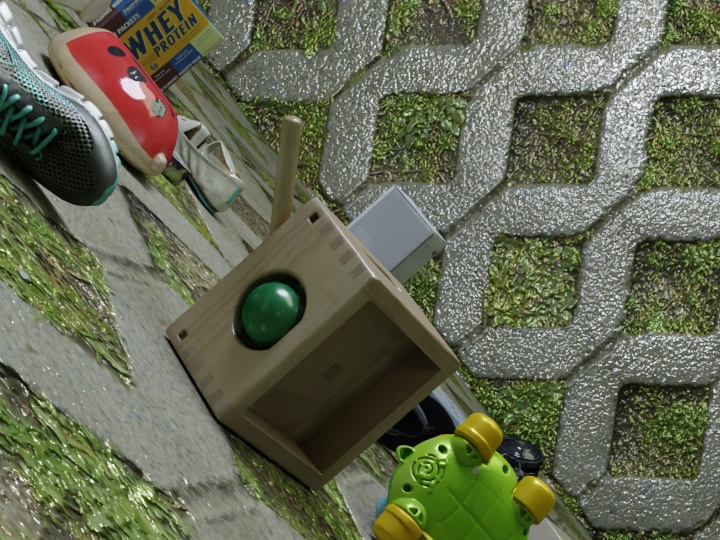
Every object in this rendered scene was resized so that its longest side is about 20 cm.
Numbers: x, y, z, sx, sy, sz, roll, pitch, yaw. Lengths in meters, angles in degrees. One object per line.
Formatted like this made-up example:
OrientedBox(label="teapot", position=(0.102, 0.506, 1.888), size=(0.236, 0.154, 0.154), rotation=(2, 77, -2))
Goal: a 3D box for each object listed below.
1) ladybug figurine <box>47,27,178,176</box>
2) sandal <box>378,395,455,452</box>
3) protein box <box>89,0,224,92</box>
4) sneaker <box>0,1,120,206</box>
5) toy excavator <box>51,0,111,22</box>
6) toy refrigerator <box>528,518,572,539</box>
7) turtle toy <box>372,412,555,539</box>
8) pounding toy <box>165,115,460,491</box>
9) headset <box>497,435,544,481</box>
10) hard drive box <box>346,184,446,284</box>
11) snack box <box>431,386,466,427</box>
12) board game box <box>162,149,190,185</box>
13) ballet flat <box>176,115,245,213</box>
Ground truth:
OrientedBox(label="ladybug figurine", position=(-0.254, -0.184, 1.671), size=(0.201, 0.072, 0.136), rotation=(52, 4, 21))
OrientedBox(label="sandal", position=(0.025, 0.148, 1.751), size=(0.199, 0.076, 0.043), rotation=(38, 5, -18))
OrientedBox(label="protein box", position=(-0.342, -0.414, 2.383), size=(0.199, 0.135, 0.200), rotation=(52, 5, 32))
OrientedBox(label="sneaker", position=(-0.259, -0.121, 1.150), size=(0.200, 0.078, 0.091), rotation=(47, 19, 3))
OrientedBox(label="toy excavator", position=(-0.394, -0.397, 1.978), size=(0.193, 0.201, 0.100), rotation=(-14, 52, -35))
OrientedBox(label="toy refrigerator", position=(0.252, 0.385, 2.025), size=(0.070, 0.076, 0.200), rotation=(52, 4, 32))
OrientedBox(label="turtle toy", position=(0.094, 0.228, 1.391), size=(0.200, 0.146, 0.101), rotation=(49, -18, -12))
OrientedBox(label="pounding toy", position=(-0.043, 0.028, 1.216), size=(0.142, 0.184, 0.200), rotation=(52, 5, 40))
OrientedBox(label="headset", position=(0.176, 0.264, 1.985), size=(0.093, 0.125, 0.200), rotation=(15, -12, -1))
OrientedBox(label="hard drive box", position=(0.000, 0.000, 1.877), size=(0.077, 0.200, 0.156), rotation=(50, 3, 9))
OrientedBox(label="snack box", position=(0.074, 0.172, 2.082), size=(0.200, 0.067, 0.169), rotation=(51, 3, -20))
OrientedBox(label="board game box", position=(-0.275, -0.193, 1.862), size=(0.120, 0.032, 0.200), rotation=(40, 10, -46))
OrientedBox(label="ballet flat", position=(-0.204, -0.150, 1.994), size=(0.200, 0.062, 0.067), rotation=(52, 4, 33))
